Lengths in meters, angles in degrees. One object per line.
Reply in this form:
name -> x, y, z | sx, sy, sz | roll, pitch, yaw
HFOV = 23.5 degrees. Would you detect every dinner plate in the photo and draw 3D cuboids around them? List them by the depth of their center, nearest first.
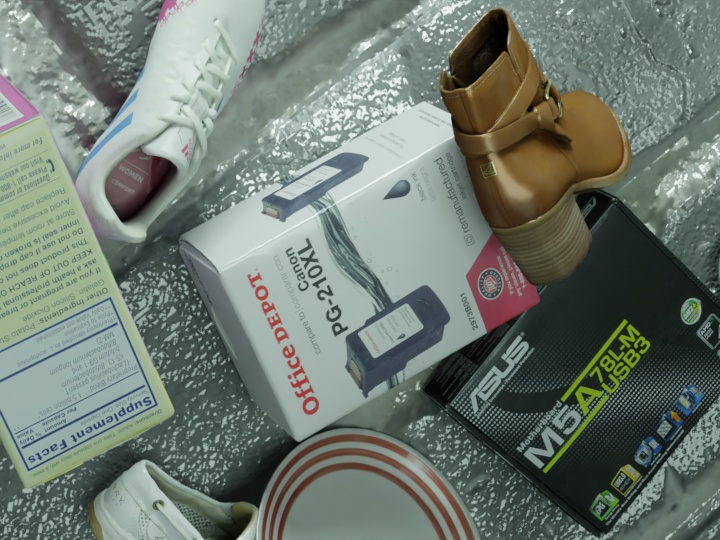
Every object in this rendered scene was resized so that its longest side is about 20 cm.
dinner plate -> 0.007, 0.209, 1.219 | 0.200, 0.024, 0.201 | 19, 55, -31

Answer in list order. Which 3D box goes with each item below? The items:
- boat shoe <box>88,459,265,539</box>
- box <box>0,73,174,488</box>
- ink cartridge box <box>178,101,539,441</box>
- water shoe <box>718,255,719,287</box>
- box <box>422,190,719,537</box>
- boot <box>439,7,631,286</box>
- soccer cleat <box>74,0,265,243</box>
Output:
boat shoe -> -0.089, 0.194, 1.192 | 0.200, 0.071, 0.069 | 33, 111, -29
box -> -0.210, -0.006, 1.016 | 0.097, 0.176, 0.200 | -26, 116, -14
ink cartridge box -> 0.000, 0.000, 1.166 | 0.200, 0.084, 0.145 | -30, 116, -13
water shoe -> 0.350, -0.048, 1.312 | 0.071, 0.079, 0.200 | 36, 91, -29
box -> 0.176, 0.071, 1.293 | 0.200, 0.048, 0.193 | -50, 122, -3
boot -> 0.109, -0.105, 1.135 | 0.155, 0.077, 0.200 | 60, 37, -27
soccer cleat -> -0.109, -0.104, 1.081 | 0.070, 0.086, 0.200 | 27, 94, -29
